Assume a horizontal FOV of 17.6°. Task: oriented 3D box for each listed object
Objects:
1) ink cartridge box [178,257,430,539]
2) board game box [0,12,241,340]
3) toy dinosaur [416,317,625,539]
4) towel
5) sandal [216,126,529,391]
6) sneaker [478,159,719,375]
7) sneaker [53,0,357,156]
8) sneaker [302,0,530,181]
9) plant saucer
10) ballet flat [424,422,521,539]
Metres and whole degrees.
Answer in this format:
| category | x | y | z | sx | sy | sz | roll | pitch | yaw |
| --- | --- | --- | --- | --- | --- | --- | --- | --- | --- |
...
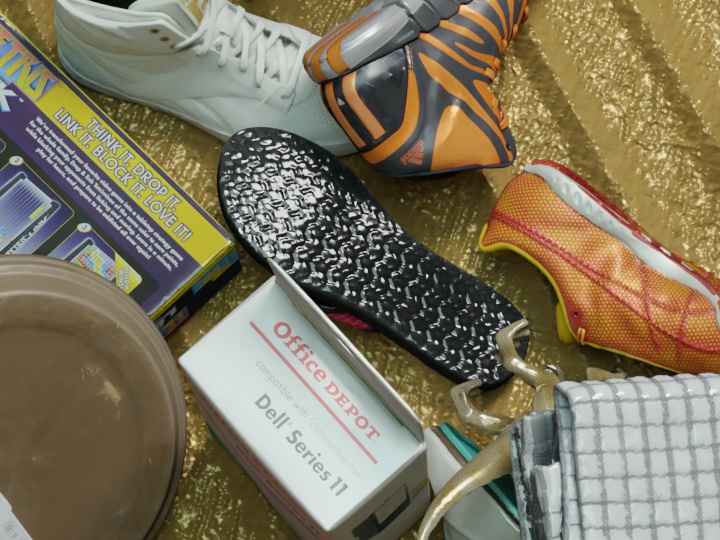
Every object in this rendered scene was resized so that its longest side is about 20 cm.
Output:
| category | x | y | z | sx | sy | sz | roll | pitch | yaw |
| --- | --- | --- | --- | --- | --- | --- | --- | --- | --- |
| ink cartridge box | -0.026 | 0.079 | 1.157 | 0.067 | 0.200 | 0.117 | -40 | 75 | -10 |
| board game box | -0.192 | -0.019 | 1.271 | 0.165 | 0.057 | 0.200 | -43 | 75 | -12 |
| toy dinosaur | 0.094 | 0.079 | 1.186 | 0.200 | 0.058 | 0.101 | -9 | 45 | -36 |
| towel | 0.162 | 0.150 | 1.127 | 0.165 | 0.086 | 0.200 | -5 | 83 | -16 |
| sandal | 0.000 | 0.000 | 1.263 | 0.200 | 0.045 | 0.075 | 37 | 68 | -3 |
| sneaker | 0.153 | 0.023 | 1.247 | 0.200 | 0.073 | 0.077 | 38 | 100 | 17 |
| sneaker | -0.076 | -0.122 | 1.268 | 0.200 | 0.116 | 0.074 | 13 | 72 | 4 |
| sneaker | 0.060 | -0.117 | 1.287 | 0.200 | 0.078 | 0.112 | -39 | 105 | -29 |
| plant saucer | -0.177 | 0.092 | 1.188 | 0.200 | 0.029 | 0.200 | -6 | 103 | -26 |
| ballet flat | 0.095 | 0.163 | 1.203 | 0.200 | 0.069 | 0.069 | 39 | 78 | 12 |
